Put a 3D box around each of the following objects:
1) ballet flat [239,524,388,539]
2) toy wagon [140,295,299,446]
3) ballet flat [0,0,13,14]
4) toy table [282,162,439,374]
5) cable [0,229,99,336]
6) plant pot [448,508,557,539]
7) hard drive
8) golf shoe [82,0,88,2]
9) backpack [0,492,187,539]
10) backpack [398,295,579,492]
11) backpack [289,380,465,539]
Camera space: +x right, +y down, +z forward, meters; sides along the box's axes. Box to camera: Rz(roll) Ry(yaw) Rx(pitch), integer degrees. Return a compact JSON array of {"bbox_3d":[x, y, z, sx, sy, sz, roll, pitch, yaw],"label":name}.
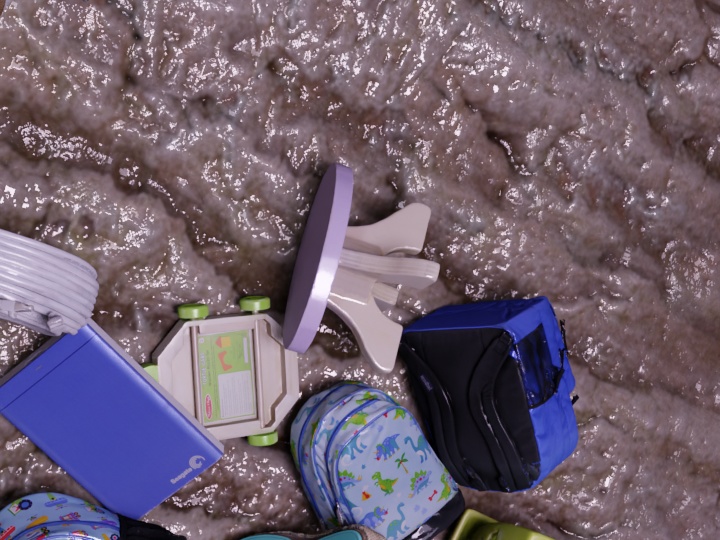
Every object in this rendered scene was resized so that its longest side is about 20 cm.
[{"bbox_3d":[-0.050,0.305,1.327,0.075,0.199,0.068,28,55,-47],"label":"ballet flat"},{"bbox_3d":[-0.160,0.110,1.320,0.199,0.040,0.156,-6,97,-25],"label":"toy wagon"},{"bbox_3d":[-0.343,-0.299,1.186,0.072,0.068,0.201,3,90,-46],"label":"ballet flat"},{"bbox_3d":[0.000,0.000,1.321,0.117,0.184,0.201,17,85,-13],"label":"toy table"},{"bbox_3d":[-0.334,0.001,1.137,0.199,0.200,0.070,18,81,0],"label":"cable"},{"bbox_3d":[0.176,0.392,1.433,0.200,0.181,0.200,30,82,-26],"label":"plant pot"},{"bbox_3d":[-0.250,0.151,1.255,0.132,0.025,0.200,-37,112,13],"label":"hard drive"},{"bbox_3d":[-0.245,-0.357,1.227,0.088,0.077,0.201,24,81,-6],"label":"golf shoe"},{"bbox_3d":[-0.275,0.316,1.225,0.199,0.134,0.183,27,91,-22],"label":"backpack"},{"bbox_3d":[0.163,0.136,1.413,0.167,0.162,0.201,-24,104,-44],"label":"backpack"},{"bbox_3d":[0.012,0.213,1.369,0.163,0.154,0.201,-31,97,-15],"label":"backpack"}]
